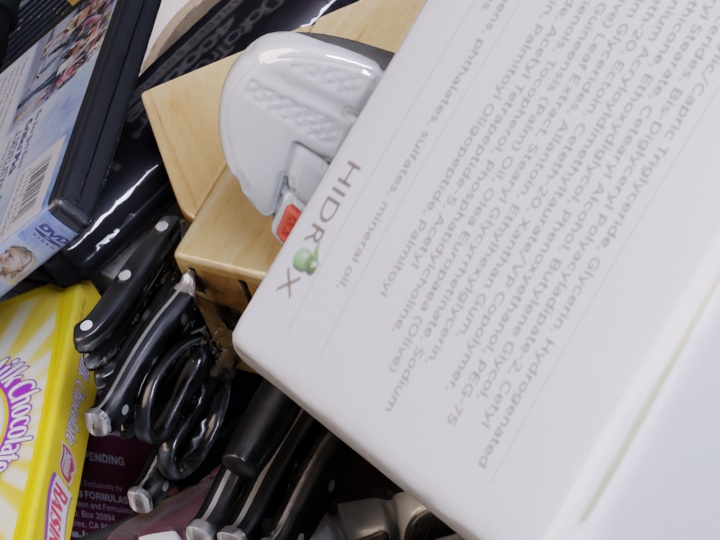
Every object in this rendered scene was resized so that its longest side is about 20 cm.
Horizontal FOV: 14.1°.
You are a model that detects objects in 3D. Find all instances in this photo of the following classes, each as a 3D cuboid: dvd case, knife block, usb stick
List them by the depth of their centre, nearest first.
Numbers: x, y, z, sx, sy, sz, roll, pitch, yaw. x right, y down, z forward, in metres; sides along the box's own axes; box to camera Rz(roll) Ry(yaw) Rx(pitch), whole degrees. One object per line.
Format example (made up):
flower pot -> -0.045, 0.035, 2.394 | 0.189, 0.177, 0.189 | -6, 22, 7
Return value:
knife block -> 0.000, 0.000, 0.957 | 0.199, 0.064, 0.176 | -22, 50, -1
dvd case -> -0.148, -0.018, 1.050 | 0.200, 0.018, 0.143 | -36, 27, 35
usb stick -> -0.047, -0.072, 1.057 | 0.200, 0.033, 0.055 | -44, 43, -10

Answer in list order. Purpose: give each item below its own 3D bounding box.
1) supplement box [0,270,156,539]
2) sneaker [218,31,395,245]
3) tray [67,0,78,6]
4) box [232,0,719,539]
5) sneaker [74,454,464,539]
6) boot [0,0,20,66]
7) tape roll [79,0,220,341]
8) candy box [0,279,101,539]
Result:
supplement box -> -0.140, 0.088, 1.122 | 0.110, 0.085, 0.201 | -27, 63, 39
sneaker -> 0.042, -0.029, 0.921 | 0.077, 0.199, 0.082 | -50, 26, 31
tray -> -0.049, -0.193, 1.240 | 0.200, 0.037, 0.099 | -31, 17, 36
box -> 0.117, 0.001, 0.791 | 0.200, 0.199, 0.171 | -60, 36, 4
sneaker -> -0.027, 0.082, 0.999 | 0.199, 0.076, 0.116 | -12, 35, 4
boot -> -0.217, -0.044, 1.334 | 0.198, 0.073, 0.163 | -29, 45, 58
tape roll -> -0.030, -0.067, 1.096 | 0.202, 0.037, 0.203 | -13, 53, 18
candy box -> -0.143, 0.081, 0.986 | 0.102, 0.026, 0.200 | -19, 32, 14
